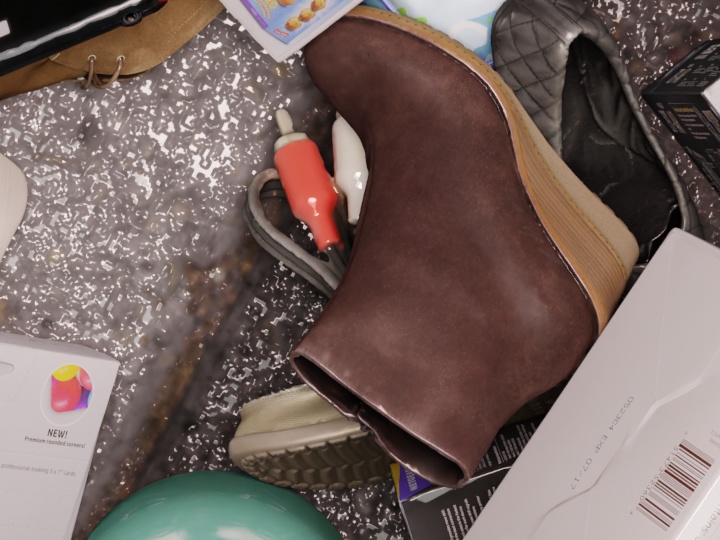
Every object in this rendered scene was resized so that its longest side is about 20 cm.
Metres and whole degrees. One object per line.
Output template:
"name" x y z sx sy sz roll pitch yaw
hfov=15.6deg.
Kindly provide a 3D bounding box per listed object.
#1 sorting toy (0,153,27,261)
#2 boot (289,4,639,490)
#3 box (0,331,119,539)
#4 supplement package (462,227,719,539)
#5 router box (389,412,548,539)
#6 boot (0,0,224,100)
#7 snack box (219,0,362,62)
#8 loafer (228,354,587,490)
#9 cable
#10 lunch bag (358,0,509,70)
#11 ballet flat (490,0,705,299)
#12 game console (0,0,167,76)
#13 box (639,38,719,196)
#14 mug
"sorting toy" -0.257 -0.009 1.267 0.179 0.107 0.201 12 94 -21
"boot" 0.018 -0.017 1.188 0.200 0.072 0.166 41 55 5
"box" -0.209 0.125 1.249 0.155 0.041 0.201 11 97 -42
"supplement package" 0.185 0.125 1.159 0.200 0.147 0.192 34 92 -25
"router box" 0.117 0.166 1.277 0.157 0.052 0.201 -17 107 0
"boot" -0.137 -0.109 1.254 0.200 0.074 0.076 -41 106 -12
"snack box" -0.077 -0.187 1.180 0.072 0.024 0.200 -34 107 32
"loafer" 0.030 0.051 1.279 0.199 0.076 0.069 -16 65 2
"cable" 0.000 0.000 1.239 0.097 0.050 0.201 -11 54 -4
"lunch bag" 0.035 -0.204 1.255 0.161 0.082 0.200 -43 95 -1
"ballet flat" 0.116 -0.048 1.248 0.066 0.057 0.200 -36 125 -4
"game console" -0.198 -0.143 1.224 0.199 0.031 0.177 -23 52 1
"box" 0.205 -0.033 1.211 0.043 0.200 0.160 -38 93 1
"mug" -0.056 0.175 1.262 0.184 0.114 0.153 -12 94 0
